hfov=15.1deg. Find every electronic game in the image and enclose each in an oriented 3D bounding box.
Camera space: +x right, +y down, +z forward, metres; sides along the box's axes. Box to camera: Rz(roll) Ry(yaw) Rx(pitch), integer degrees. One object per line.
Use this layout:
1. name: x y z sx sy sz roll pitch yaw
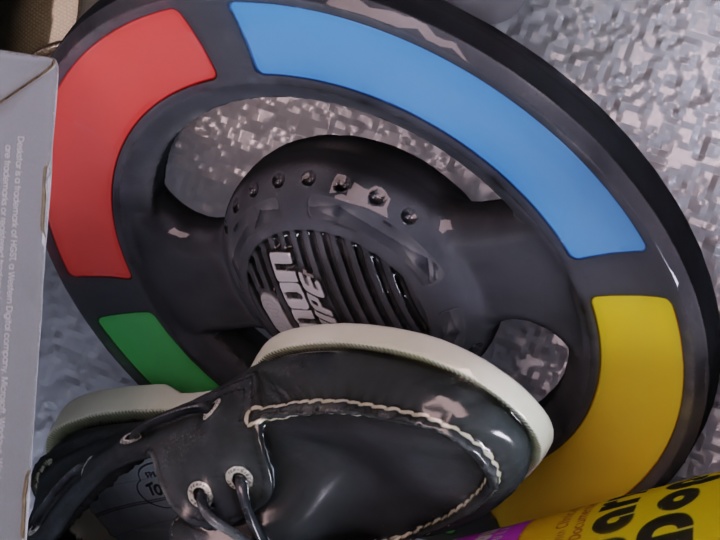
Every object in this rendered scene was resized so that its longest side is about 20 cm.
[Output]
1. electronic game: 0.000 0.000 0.724 0.200 0.200 0.042 11 47 24

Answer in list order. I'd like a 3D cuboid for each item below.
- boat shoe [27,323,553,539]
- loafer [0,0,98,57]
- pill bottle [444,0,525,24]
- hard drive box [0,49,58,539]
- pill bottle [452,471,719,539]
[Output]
1. boat shoe: -0.032 0.064 0.735 0.199 0.075 0.066 -8 42 45
2. loafer: -0.080 -0.128 0.817 0.070 0.075 0.200 12 89 20
3. pill bottle: 0.045 -0.179 0.751 0.112 0.112 0.200 34 96 23
4. hard drive box: -0.150 0.025 0.765 0.077 0.200 0.156 6 84 -20
5. pill bottle: 0.072 0.111 0.707 0.200 0.104 0.104 -17 77 20
